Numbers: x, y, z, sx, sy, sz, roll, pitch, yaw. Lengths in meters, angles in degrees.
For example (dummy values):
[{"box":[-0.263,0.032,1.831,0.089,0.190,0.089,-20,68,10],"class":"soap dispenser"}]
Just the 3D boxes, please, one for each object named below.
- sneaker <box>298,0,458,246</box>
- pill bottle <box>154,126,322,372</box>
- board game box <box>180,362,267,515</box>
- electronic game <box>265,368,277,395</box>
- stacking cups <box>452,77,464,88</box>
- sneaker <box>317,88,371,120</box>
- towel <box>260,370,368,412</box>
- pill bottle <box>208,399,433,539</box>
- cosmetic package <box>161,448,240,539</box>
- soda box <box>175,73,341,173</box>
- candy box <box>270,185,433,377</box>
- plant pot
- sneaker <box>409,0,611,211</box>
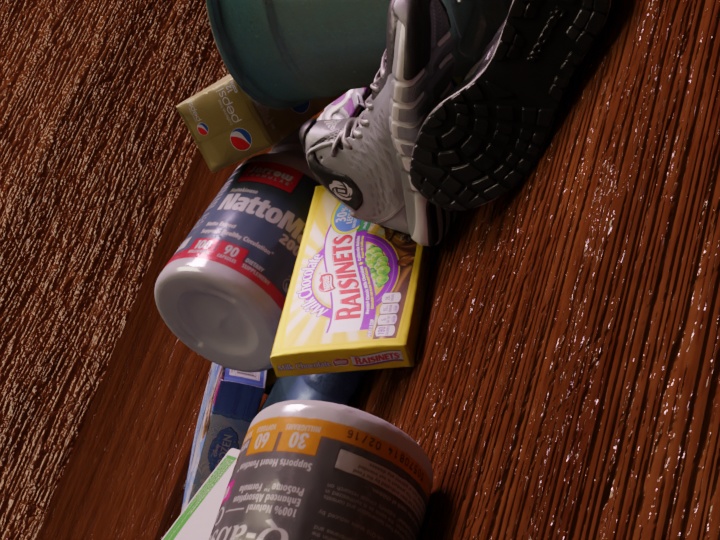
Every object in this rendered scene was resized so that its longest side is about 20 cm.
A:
[{"box":[0.005,-0.111,1.153,0.075,0.115,0.200,-48,-38,-47],"class":"sneaker"},{"box":[-0.072,-0.026,1.335,0.200,0.120,0.120,-59,6,-36],"class":"pill bottle"},{"box":[-0.124,0.137,1.480,0.200,0.043,0.199,-91,15,-65],"class":"board game box"},{"box":[-0.042,0.021,1.461,0.200,0.042,0.200,-60,12,22],"class":"electronic game"},{"box":[0.048,-0.129,1.295,0.061,0.060,0.200,-55,10,39],"class":"stacking cups"},{"box":[0.021,-0.157,1.465,0.200,0.078,0.140,-65,11,1],"class":"sneaker"},{"box":[-0.038,0.102,1.262,0.200,0.049,0.112,-62,13,10],"class":"towel"},{"box":[-0.036,0.184,0.917,0.116,0.116,0.200,-46,21,57],"class":"pill bottle"},{"box":[-0.071,0.189,1.099,0.108,0.085,0.200,-52,7,-13],"class":"cosmetic package"},{"box":[-0.071,-0.151,1.366,0.068,0.064,0.200,-22,11,30],"class":"soda box"},{"box":[0.000,0.000,1.205,0.200,0.102,0.026,-78,-26,-49],"class":"candy box"},{"box":[0.017,-0.223,1.234,0.196,0.200,0.200,4,62,33],"class":"plant pot"},{"box":[0.109,-0.127,1.090,0.200,0.076,0.088,-55,0,25],"class":"sneaker"}]
